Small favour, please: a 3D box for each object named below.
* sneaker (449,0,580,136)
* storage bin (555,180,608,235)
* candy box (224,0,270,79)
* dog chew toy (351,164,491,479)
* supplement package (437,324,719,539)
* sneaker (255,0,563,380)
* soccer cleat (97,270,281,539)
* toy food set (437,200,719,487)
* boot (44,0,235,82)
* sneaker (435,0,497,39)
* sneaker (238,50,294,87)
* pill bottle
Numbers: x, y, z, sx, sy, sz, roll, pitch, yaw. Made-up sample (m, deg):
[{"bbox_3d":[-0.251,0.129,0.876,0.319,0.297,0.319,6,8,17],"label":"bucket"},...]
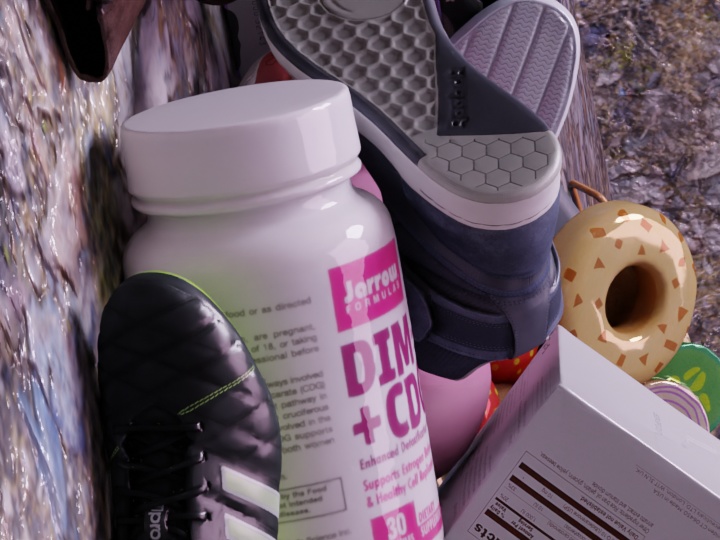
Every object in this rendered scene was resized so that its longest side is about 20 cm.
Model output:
[{"bbox_3d":[0.045,-0.050,1.442,0.200,0.073,0.071,-61,-176,17],"label":"sneaker"},{"bbox_3d":[0.067,-0.012,1.618,0.200,0.146,0.134,32,-20,50],"label":"storage bin"},{"bbox_3d":[-0.036,-0.221,1.535,0.168,0.071,0.200,-74,156,-67],"label":"candy box"},{"bbox_3d":[0.000,0.000,1.365,0.125,0.124,0.200,-13,105,-81],"label":"dog chew toy"},{"bbox_3d":[0.088,0.156,1.330,0.200,0.147,0.191,-54,-179,8],"label":"supplement package"},{"bbox_3d":[0.021,-0.044,1.283,0.202,0.077,0.146,53,-18,39],"label":"sneaker"},{"bbox_3d":[-0.066,0.101,1.132,0.081,0.067,0.200,-45,128,-63],"label":"soccer cleat"},{"bbox_3d":[0.114,0.078,1.512,0.200,0.049,0.198,-34,111,-35],"label":"toy food set"},{"bbox_3d":[-0.093,-0.138,1.214,0.200,0.072,0.167,78,23,-51],"label":"boot"},{"bbox_3d":[0.051,-0.120,1.492,0.200,0.087,0.076,14,73,-72],"label":"sneaker"},{"bbox_3d":[-0.031,-0.064,1.481,0.200,0.078,0.082,77,-1,-68],"label":"sneaker"},{"bbox_3d":[-0.035,0.029,1.210,0.113,0.113,0.200,-64,145,-74],"label":"pill bottle"}]
